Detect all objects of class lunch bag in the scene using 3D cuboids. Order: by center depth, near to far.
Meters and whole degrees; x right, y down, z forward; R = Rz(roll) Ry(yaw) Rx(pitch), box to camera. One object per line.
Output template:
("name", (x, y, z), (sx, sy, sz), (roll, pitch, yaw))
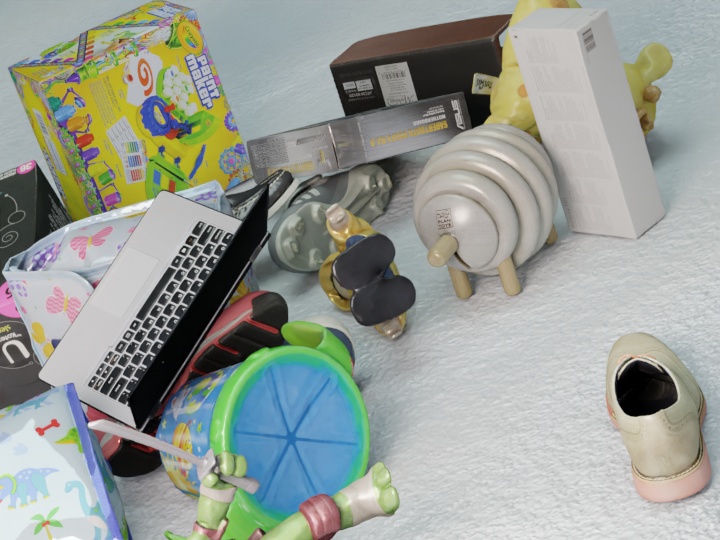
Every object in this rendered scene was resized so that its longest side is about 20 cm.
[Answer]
("lunch bag", (-0.251, 0.206, 1.410), (0.169, 0.128, 0.200), (-22, 42, -6))
("lunch bag", (-0.188, 0.041, 1.665), (0.198, 0.171, 0.127), (-14, 27, 5))

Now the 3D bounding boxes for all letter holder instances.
("letter holder", (0.092, -0.218, 2.100), (0.199, 0.101, 0.142), (-6, 25, 29))

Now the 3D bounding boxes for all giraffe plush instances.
("giraffe plush", (0.216, -0.171, 1.862), (0.161, 0.174, 0.200), (17, 26, 21))

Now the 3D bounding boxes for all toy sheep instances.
("toy sheep", (0.108, -0.054, 1.687), (0.137, 0.139, 0.200), (-6, 27, 28))

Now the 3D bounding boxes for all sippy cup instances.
("sippy cup", (-0.083, 0.127, 1.460), (0.177, 0.141, 0.130), (-22, 9, -37))

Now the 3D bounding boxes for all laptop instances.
("laptop", (-0.162, 0.013, 1.476), (0.199, 0.116, 0.188), (22, 72, 38))

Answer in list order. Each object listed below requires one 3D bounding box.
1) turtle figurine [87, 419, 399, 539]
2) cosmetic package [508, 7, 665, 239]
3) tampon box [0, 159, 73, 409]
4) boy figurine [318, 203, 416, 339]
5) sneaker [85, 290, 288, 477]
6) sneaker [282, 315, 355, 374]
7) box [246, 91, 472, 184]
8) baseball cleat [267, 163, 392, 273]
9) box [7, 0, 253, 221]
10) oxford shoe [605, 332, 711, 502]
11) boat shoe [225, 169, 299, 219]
("turtle figurine", (-0.058, 0.189, 1.254), (0.192, 0.201, 0.144), (-16, 37, -13))
("cosmetic package", (0.199, -0.129, 1.693), (0.082, 0.201, 0.051), (8, 36, 47))
("tampon box", (-0.339, 0.026, 1.800), (0.149, 0.127, 0.201), (-22, 38, 8))
("boy figurine", (0.000, 0.000, 1.676), (0.064, 0.125, 0.200), (-27, 6, -6))
("sneaker", (-0.147, 0.072, 1.551), (0.200, 0.074, 0.087), (-42, 56, 9))
("sneaker", (-0.099, 0.101, 1.590), (0.199, 0.075, 0.085), (-21, 30, 7))
("box", (-0.003, -0.133, 1.957), (0.157, 0.049, 0.200), (-17, 6, -27))
("baseball cleat", (-0.048, -0.044, 1.889), (0.106, 0.070, 0.200), (-9, 15, 37))
("box", (-0.249, -0.162, 2.116), (0.192, 0.201, 0.122), (-27, 24, -19))
("oxford shoe", (0.209, 0.083, 1.381), (0.070, 0.074, 0.200), (-18, 23, 4))
("boat shoe", (-0.149, -0.041, 1.879), (0.200, 0.060, 0.074), (-38, 7, 4))
